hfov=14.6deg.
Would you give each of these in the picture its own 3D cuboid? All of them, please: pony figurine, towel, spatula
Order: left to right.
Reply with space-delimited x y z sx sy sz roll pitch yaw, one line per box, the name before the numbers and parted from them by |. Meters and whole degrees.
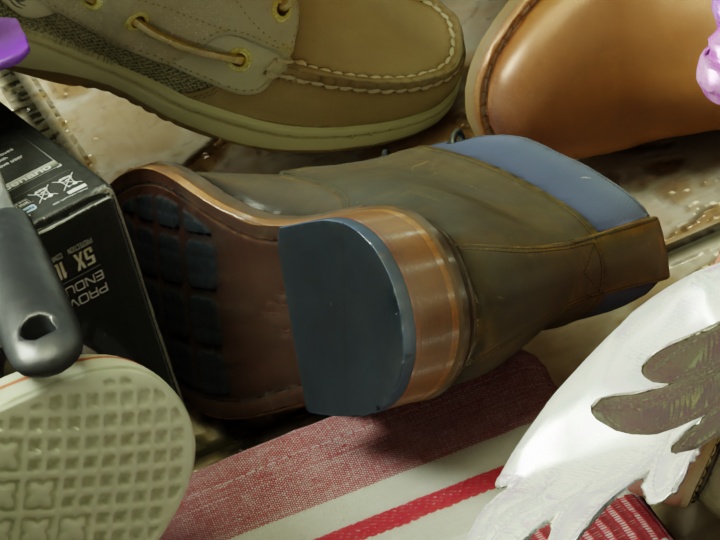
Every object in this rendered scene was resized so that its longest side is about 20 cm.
spatula | -0.104 -0.026 0.768 0.056 0.021 0.200 -20 37 -8
towel | 0.015 0.098 0.695 0.144 0.023 0.200 -21 34 -9
pony figurine | 0.126 0.005 0.629 0.193 0.200 0.167 -55 4 -25

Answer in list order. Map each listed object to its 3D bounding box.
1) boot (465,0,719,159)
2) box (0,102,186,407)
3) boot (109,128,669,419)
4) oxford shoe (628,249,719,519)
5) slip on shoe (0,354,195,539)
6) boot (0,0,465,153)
boot | 0.145 -0.053 0.833 0.199 0.077 0.155 -16 36 -14
box | -0.180 0.027 0.823 0.200 0.086 0.164 -30 35 -21
boot | 0.000 0.000 0.813 0.097 0.075 0.200 -12 14 -29
oxford shoe | 0.140 -0.014 0.740 0.074 0.071 0.200 25 72 8
slip on shoe | -0.133 0.082 0.719 0.200 0.074 0.061 -35 28 -1
boot | -0.038 -0.120 0.867 0.199 0.155 0.072 13 44 -18
